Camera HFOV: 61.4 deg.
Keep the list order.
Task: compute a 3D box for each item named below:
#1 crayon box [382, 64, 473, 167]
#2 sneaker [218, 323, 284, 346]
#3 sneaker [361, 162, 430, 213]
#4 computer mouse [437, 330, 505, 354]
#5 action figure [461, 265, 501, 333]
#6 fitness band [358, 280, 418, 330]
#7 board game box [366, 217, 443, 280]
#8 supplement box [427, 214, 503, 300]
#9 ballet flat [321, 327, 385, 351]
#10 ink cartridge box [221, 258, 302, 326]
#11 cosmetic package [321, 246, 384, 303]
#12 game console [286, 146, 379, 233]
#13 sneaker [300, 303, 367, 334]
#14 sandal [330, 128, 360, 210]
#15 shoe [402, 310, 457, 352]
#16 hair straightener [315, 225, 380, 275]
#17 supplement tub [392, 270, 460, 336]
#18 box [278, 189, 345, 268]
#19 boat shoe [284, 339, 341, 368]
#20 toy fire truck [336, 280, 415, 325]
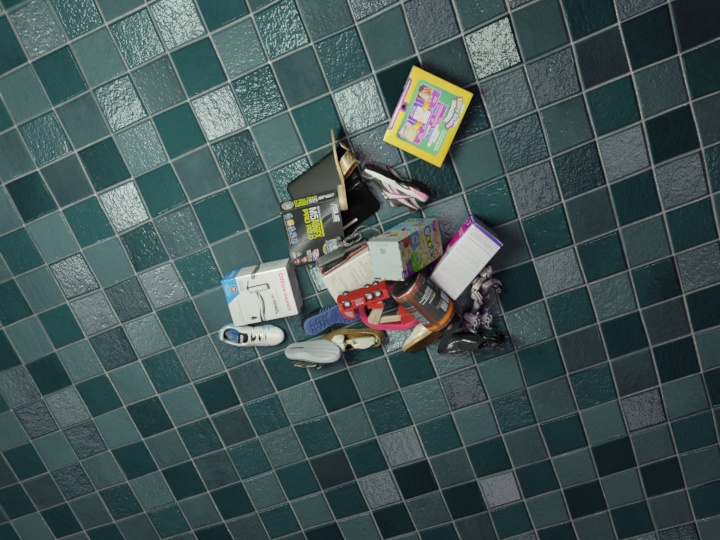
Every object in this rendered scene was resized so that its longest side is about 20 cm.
[{"bbox_3d":[0.174,-0.400,1.577,0.169,0.058,0.203,23,108,-5],"label":"crayon box"},{"bbox_3d":[-0.323,0.197,1.800,0.195,0.073,0.074,2,107,2],"label":"sneaker"},{"bbox_3d":[0.086,-0.214,1.637,0.197,0.081,0.087,28,119,1],"label":"sneaker"},{"bbox_3d":[0.311,0.199,1.742,0.196,0.138,0.054,-13,89,21],"label":"computer mouse"},{"bbox_3d":[0.344,0.074,1.699,0.128,0.069,0.204,-20,127,-36],"label":"action figure"},{"bbox_3d":[0.089,0.102,1.740,0.195,0.038,0.147,3,116,-9],"label":"fitness band"},{"bbox_3d":[0.122,-0.059,1.605,0.103,0.199,0.105,3,113,40],"label":"board game box"},{"bbox_3d":[0.283,-0.037,1.665,0.102,0.101,0.201,35,107,-7],"label":"supplement box"},{"bbox_3d":[-0.024,0.209,1.781,0.195,0.073,0.069,-5,108,6],"label":"ballet flat"},{"bbox_3d":[-0.280,0.063,1.746,0.195,0.085,0.149,-12,107,9],"label":"ink cartridge box"},{"bbox_3d":[0.000,0.000,1.703,0.197,0.088,0.105,-29,107,11],"label":"cosmetic package"},{"bbox_3d":[-0.075,-0.203,1.680,0.198,0.118,0.176,-33,133,14],"label":"game console"},{"bbox_3d":[-0.081,0.127,1.767,0.196,0.078,0.072,-17,105,-13],"label":"sneaker"},{"bbox_3d":[-0.032,-0.267,1.588,0.068,0.078,0.217,-7,84,0],"label":"sandal"},{"bbox_3d":[0.200,0.171,1.769,0.199,0.054,0.070,-37,146,17],"label":"shoe"},{"bbox_3d":[-0.036,-0.063,1.648,0.197,0.041,0.077,-27,134,7],"label":"hair straightener"},{"bbox_3d":[0.184,0.092,1.644,0.107,0.108,0.200,-41,113,15],"label":"supplement tub"},{"bbox_3d":[-0.126,-0.109,1.637,0.156,0.045,0.203,-13,134,-6],"label":"box"},{"bbox_3d":[-0.131,0.252,1.791,0.196,0.073,0.072,-1,131,35],"label":"boat shoe"},{"bbox_3d":[0.044,0.103,1.682,0.196,0.049,0.143,-18,124,4],"label":"toy fire truck"}]
